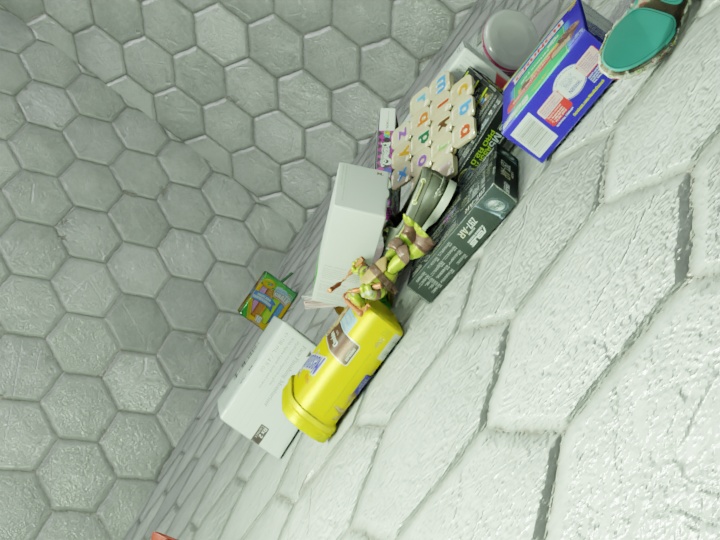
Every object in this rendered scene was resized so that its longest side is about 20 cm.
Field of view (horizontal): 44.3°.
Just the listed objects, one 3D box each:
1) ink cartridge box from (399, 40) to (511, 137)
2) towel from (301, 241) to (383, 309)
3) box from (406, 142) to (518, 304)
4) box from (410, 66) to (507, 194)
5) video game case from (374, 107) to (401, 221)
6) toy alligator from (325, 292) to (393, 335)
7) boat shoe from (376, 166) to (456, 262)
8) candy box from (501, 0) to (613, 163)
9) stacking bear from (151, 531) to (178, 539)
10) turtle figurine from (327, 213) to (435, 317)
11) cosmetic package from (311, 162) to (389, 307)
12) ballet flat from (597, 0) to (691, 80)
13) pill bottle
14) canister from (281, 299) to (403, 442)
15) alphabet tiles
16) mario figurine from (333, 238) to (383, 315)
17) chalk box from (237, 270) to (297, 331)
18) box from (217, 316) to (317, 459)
[{"bbox_3d":[0.171,-0.260,1.510,0.201,0.144,0.084,-52,10,20],"label":"ink cartridge box"},{"bbox_3d":[0.000,0.000,1.559,0.199,0.033,0.190,-37,11,-22],"label":"towel"},{"bbox_3d":[0.147,-0.070,1.266,0.201,0.043,0.161,-52,10,27],"label":"box"},{"bbox_3d":[0.160,-0.203,1.397,0.202,0.044,0.161,-58,27,17],"label":"box"},{"bbox_3d":[0.053,-0.176,1.641,0.200,0.035,0.186,65,-152,-75],"label":"video game case"},{"bbox_3d":[0.003,0.083,1.478,0.200,0.058,0.055,-48,51,41],"label":"toy alligator"},{"bbox_3d":[0.068,-0.067,1.339,0.203,0.060,0.072,-55,8,27],"label":"boat shoe"},{"bbox_3d":[0.270,-0.262,1.196,0.170,0.076,0.201,-51,8,28],"label":"candy box"},{"bbox_3d":[-0.287,0.508,1.302,0.121,0.112,0.204,-15,51,64],"label":"stacking bear"},{"bbox_3d":[0.033,0.004,1.235,0.161,0.064,0.200,-46,12,3],"label":"turtle figurine"},{"bbox_3d":[-0.016,-0.051,1.368,0.109,0.083,0.203,-84,6,-48],"label":"cosmetic package"},{"bbox_3d":[0.335,-0.282,1.004,0.201,0.075,0.064,-53,-23,-11],"label":"ballet flat"},{"bbox_3d":[0.254,-0.414,1.721,0.115,0.112,0.200,-57,9,-16],"label":"pill bottle"},{"bbox_3d":[-0.027,0.137,1.324,0.201,0.086,0.149,-53,10,5],"label":"canister"},{"bbox_3d":[0.115,-0.215,1.406,0.194,0.014,0.204,-32,46,44],"label":"alphabet tiles"},{"bbox_3d":[0.008,0.005,1.729,0.202,0.120,0.107,-75,-20,-46],"label":"mario figurine"},{"bbox_3d":[-0.282,0.082,2.788,0.202,0.123,0.125,-56,9,-6],"label":"chalk box"},{"bbox_3d":[-0.152,0.205,1.601,0.201,0.130,0.200,-56,9,-6],"label":"box"}]
